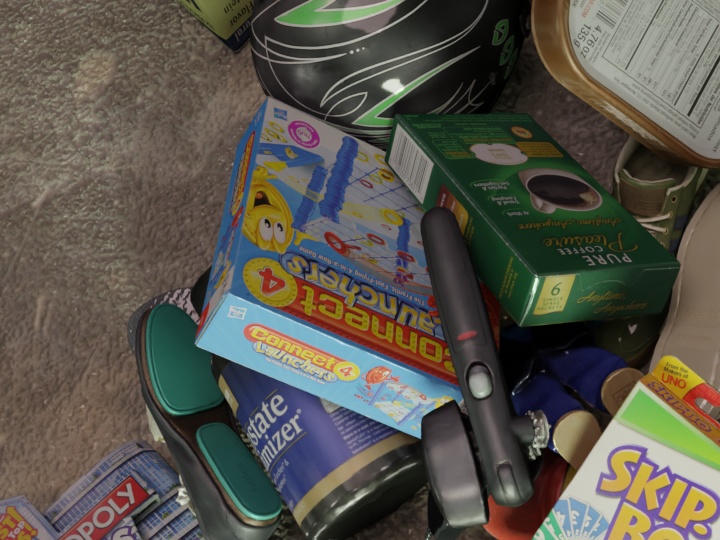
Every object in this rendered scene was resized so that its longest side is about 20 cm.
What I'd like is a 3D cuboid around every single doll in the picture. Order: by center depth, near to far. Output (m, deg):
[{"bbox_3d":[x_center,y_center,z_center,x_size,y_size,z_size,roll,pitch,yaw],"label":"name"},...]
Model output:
[{"bbox_3d":[0.130,0.060,0.957,0.136,0.049,0.200,-40,23,-1],"label":"doll"}]

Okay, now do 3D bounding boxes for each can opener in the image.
[{"bbox_3d":[0.067,0.052,0.874,0.077,0.064,0.203,-9,68,0],"label":"can opener"}]

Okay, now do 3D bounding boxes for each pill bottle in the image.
[{"bbox_3d":[-0.037,0.080,1.007,0.111,0.112,0.201,-34,71,3],"label":"pill bottle"}]

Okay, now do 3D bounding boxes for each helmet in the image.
[{"bbox_3d":[0.017,-0.177,1.081,0.199,0.201,0.191,34,76,30],"label":"helmet"}]

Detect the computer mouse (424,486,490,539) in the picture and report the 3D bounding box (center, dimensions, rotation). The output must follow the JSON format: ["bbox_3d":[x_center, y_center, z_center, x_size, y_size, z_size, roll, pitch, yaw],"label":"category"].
[{"bbox_3d":[0.055,0.183,0.939,0.034,0.202,0.059,13,26,-10],"label":"computer mouse"}]

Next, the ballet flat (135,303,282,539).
[{"bbox_3d":[-0.122,0.119,1.034,0.073,0.073,0.201,-33,62,4],"label":"ballet flat"}]

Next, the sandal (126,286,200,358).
[{"bbox_3d":[-0.083,0.050,1.105,0.197,0.043,0.077,-6,72,8],"label":"sandal"}]

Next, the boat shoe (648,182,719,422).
[{"bbox_3d":[0.251,0.024,0.973,0.071,0.059,0.202,8,69,38],"label":"boat shoe"}]

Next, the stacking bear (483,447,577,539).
[{"bbox_3d":[0.165,0.152,0.926,0.198,0.122,0.115,7,64,33],"label":"stacking bear"}]

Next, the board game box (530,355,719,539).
[{"bbox_3d":[0.163,0.155,0.846,0.095,0.030,0.201,39,114,21],"label":"board game box"}]

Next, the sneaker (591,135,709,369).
[{"bbox_3d":[0.195,-0.035,1.002,0.066,0.090,0.203,14,73,24],"label":"sneaker"}]

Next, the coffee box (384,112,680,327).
[{"bbox_3d":[0.111,-0.040,0.967,0.121,0.044,0.200,-4,37,-31],"label":"coffee box"}]

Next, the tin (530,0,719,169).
[{"bbox_3d":[0.199,-0.143,0.930,0.113,0.199,0.042,-59,25,3],"label":"tin"}]

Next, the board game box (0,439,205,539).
[{"bbox_3d":[-0.203,0.216,1.036,0.200,0.062,0.199,-43,60,-16],"label":"board game box"}]

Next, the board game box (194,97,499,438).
[{"bbox_3d":[0.000,0.000,0.976,0.056,0.198,0.197,-53,21,40],"label":"board game box"}]

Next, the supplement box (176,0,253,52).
[{"bbox_3d":[-0.113,-0.337,1.192,0.200,0.200,0.134,-45,60,-4],"label":"supplement box"}]
